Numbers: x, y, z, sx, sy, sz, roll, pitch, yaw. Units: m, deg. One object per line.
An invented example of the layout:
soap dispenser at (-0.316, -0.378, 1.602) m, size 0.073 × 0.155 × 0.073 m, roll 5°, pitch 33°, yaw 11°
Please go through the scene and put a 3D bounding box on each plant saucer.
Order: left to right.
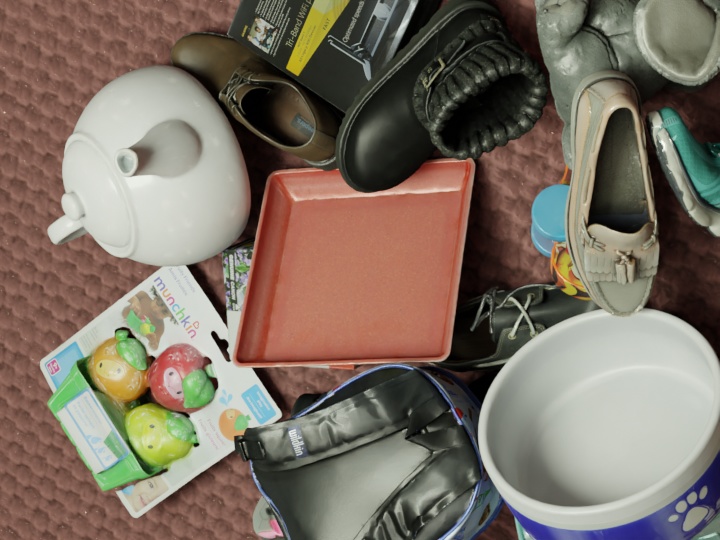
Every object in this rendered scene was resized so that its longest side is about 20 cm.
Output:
plant saucer at (0.000, 0.000, 1.662) m, size 0.199 × 0.037 × 0.201 m, roll -3°, pitch 60°, yaw 21°

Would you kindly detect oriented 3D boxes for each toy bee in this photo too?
toy bee at (0.187, -0.020, 1.568) m, size 0.108 × 0.131 × 0.201 m, roll 27°, pitch 99°, yaw 10°

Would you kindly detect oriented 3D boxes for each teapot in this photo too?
teapot at (-0.204, -0.081, 1.723) m, size 0.197 × 0.146 × 0.201 m, roll 38°, pitch 144°, yaw 41°

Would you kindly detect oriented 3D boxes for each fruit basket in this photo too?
fruit basket at (-0.199, 0.116, 1.838) m, size 0.200 × 0.094 × 0.186 m, roll -35°, pitch 85°, yaw 28°

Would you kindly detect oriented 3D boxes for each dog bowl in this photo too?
dog bowl at (0.197, 0.129, 1.500) m, size 0.199 × 0.201 × 0.079 m, roll -1°, pitch 139°, yaw 29°

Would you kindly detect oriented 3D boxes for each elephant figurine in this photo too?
elephant figurine at (0.242, -0.195, 1.496) m, size 0.199 × 0.142 × 0.156 m, roll -10°, pitch 129°, yaw 12°

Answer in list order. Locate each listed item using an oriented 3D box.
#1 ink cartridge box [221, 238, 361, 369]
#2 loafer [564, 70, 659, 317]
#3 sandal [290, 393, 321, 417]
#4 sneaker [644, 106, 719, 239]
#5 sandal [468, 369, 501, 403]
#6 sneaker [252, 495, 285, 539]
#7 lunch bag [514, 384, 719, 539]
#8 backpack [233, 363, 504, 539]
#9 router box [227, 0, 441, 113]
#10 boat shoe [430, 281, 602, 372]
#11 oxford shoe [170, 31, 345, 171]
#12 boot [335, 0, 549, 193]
ink cartridge box at (-0.028, 0.032, 1.743) m, size 0.199 × 0.050 × 0.109 m, roll 3°, pitch 104°, yaw 29°
loafer at (0.195, -0.050, 1.465) m, size 0.072 × 0.063 × 0.201 m, roll -9°, pitch 113°, yaw -3°
sandal at (-0.040, 0.216, 1.786) m, size 0.048 × 0.075 × 0.201 m, roll 6°, pitch 106°, yaw 18°
sneaker at (0.290, -0.074, 1.484) m, size 0.080 × 0.200 × 0.078 m, roll -37°, pitch 42°, yaw 22°
sandal at (0.159, 0.116, 1.666) m, size 0.200 × 0.043 × 0.076 m, roll -20°, pitch 93°, yaw 31°
sneaker at (0.002, 0.213, 1.732) m, size 0.199 × 0.079 × 0.096 m, roll -20°, pitch 132°, yaw 8°
lunch bag at (0.223, 0.174, 1.559) m, size 0.199 × 0.161 × 0.077 m, roll -19°, pitch 131°, yaw 14°
backpack at (0.027, 0.173, 1.591) m, size 0.190 × 0.154 × 0.200 m, roll -37°, pitch 75°, yaw 24°
router box at (-0.009, -0.253, 1.656) m, size 0.157 × 0.052 × 0.200 m, roll 35°, pitch 117°, yaw 18°
boat shoe at (0.140, 0.048, 1.639) m, size 0.199 × 0.068 × 0.072 m, roll -14°, pitch 74°, yaw 29°
oxford shoe at (-0.097, -0.163, 1.703) m, size 0.200 × 0.084 × 0.073 m, roll 31°, pitch 95°, yaw 24°
boot at (0.061, -0.121, 1.576) m, size 0.079 × 0.158 × 0.211 m, roll 25°, pitch 114°, yaw -26°
